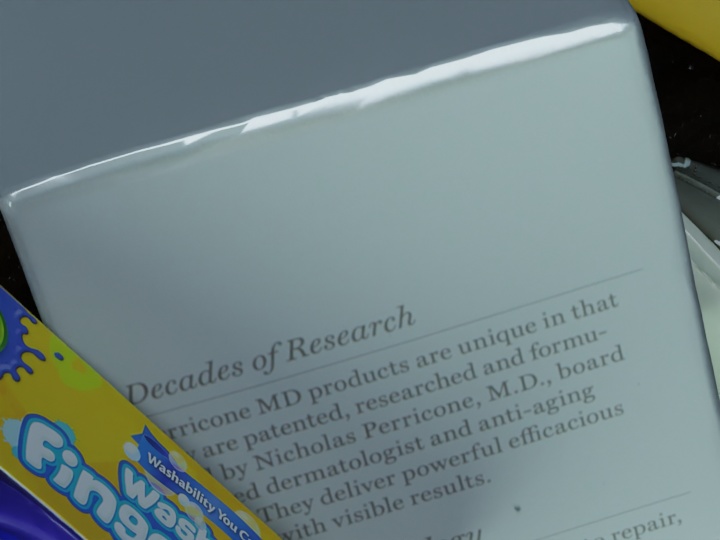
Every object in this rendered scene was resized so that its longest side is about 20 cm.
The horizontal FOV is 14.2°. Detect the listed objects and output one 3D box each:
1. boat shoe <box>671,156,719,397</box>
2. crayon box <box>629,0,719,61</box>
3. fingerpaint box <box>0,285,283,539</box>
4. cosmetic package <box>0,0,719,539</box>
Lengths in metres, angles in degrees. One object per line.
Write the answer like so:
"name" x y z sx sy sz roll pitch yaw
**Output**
"boat shoe" 0.124 0.004 0.942 0.201 0.072 0.060 28 46 10
"crayon box" 0.146 -0.087 0.877 0.125 0.200 0.052 30 110 -1
"fingerpaint box" -0.096 0.096 0.667 0.200 0.167 0.073 44 125 -14
"cosmetic package" 0.000 0.000 0.811 0.166 0.168 0.201 -17 122 -1
